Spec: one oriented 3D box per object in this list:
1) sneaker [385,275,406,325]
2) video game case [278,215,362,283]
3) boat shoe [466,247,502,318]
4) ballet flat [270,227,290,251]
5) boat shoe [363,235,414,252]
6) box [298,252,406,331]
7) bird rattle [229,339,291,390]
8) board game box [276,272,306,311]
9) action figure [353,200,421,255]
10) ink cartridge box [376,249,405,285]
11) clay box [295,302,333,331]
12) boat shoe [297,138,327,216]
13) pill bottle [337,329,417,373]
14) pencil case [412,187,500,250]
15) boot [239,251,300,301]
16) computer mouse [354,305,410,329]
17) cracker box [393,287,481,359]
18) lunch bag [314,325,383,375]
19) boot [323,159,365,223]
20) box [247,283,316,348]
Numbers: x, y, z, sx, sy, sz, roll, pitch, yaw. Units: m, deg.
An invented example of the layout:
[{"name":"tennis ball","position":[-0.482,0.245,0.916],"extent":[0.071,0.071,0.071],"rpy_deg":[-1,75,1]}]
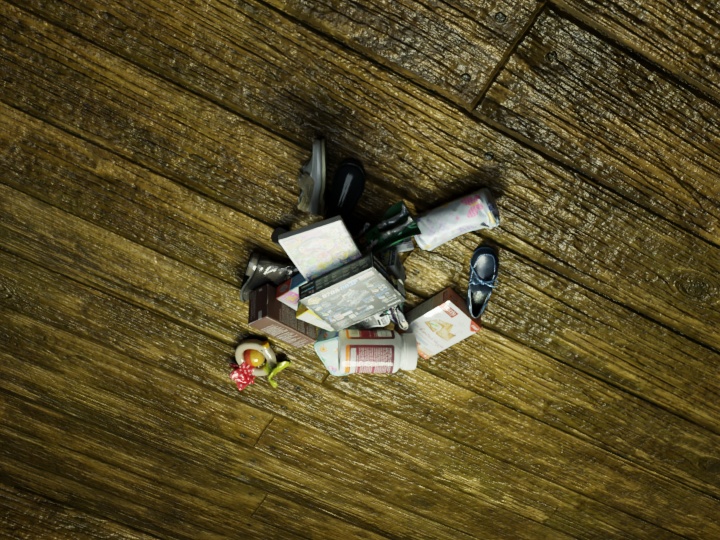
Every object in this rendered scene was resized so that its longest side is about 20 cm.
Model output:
[{"name":"sneaker","position":[0.092,0.059,1.541],"extent":[0.087,0.074,0.200],"rpy_deg":[-19,123,18]},{"name":"video game case","position":[-0.074,-0.031,1.308],"extent":[0.143,0.018,0.200],"rpy_deg":[-17,140,11]},{"name":"boat shoe","position":[0.308,0.036,1.479],"extent":[0.084,0.069,0.200],"rpy_deg":[1,129,10]},{"name":"ballet flat","position":[-0.147,-0.051,1.452],"extent":[0.200,0.067,0.046],"rpy_deg":[29,175,40]},{"name":"boat shoe","position":[0.034,-0.067,1.453],"extent":[0.200,0.072,0.068],"rpy_deg":[-10,93,35]},{"name":"box","position":[-0.018,0.054,1.369],"extent":[0.200,0.046,0.159],"rpy_deg":[-25,137,20]},{"name":"bird rattle","position":[-0.317,0.276,1.811],"extent":[0.200,0.113,0.163],"rpy_deg":[1,119,27]},{"name":"board game box","position":[-0.098,0.071,1.572],"extent":[0.153,0.040,0.200],"rpy_deg":[-30,133,28]},{"name":"action figure","position":[0.031,-0.075,1.371],"extent":[0.200,0.118,0.055],"rpy_deg":[-33,137,11]},{"name":"ink cartridge box","position":[0.000,0.000,1.441],"extent":[0.200,0.050,0.109],"rpy_deg":[-2,149,17]},{"name":"clay box","position":[-0.061,0.086,1.500],"extent":[0.115,0.048,0.200],"rpy_deg":[25,142,-30]},{"name":"boat shoe","position":[-0.110,-0.208,1.355],"extent":[0.068,0.075,0.200],"rpy_deg":[6,131,-1]},{"name":"pill bottle","position":[0.043,0.212,1.561],"extent":[0.200,0.114,0.114],"rpy_deg":[2,131,-6]},{"name":"pencil case","position":[0.217,-0.116,1.361],"extent":[0.200,0.083,0.091],"rpy_deg":[-19,101,26]},{"name":"boot","position":[-0.225,0.036,1.590],"extent":[0.174,0.069,0.200],"rpy_deg":[15,138,-12]},{"name":"computer mouse","position":[0.042,0.106,1.522],"extent":[0.200,0.044,0.110],"rpy_deg":[-10,120,49]},{"name":"cracker box","position":[0.206,0.145,1.598],"extent":[0.134,0.058,0.200],"rpy_deg":[40,125,-21]},{"name":"lunch bag","position":[-0.022,0.215,1.684],"extent":[0.200,0.077,0.160],"rpy_deg":[-18,124,19]},{"name":"boot","position":[-0.046,-0.127,1.348],"extent":[0.076,0.168,0.200],"rpy_deg":[17,131,-6]},{"name":"box","position":[-0.206,0.126,1.594],"extent":[0.075,0.100,0.200],"rpy_deg":[-22,143,27]}]
